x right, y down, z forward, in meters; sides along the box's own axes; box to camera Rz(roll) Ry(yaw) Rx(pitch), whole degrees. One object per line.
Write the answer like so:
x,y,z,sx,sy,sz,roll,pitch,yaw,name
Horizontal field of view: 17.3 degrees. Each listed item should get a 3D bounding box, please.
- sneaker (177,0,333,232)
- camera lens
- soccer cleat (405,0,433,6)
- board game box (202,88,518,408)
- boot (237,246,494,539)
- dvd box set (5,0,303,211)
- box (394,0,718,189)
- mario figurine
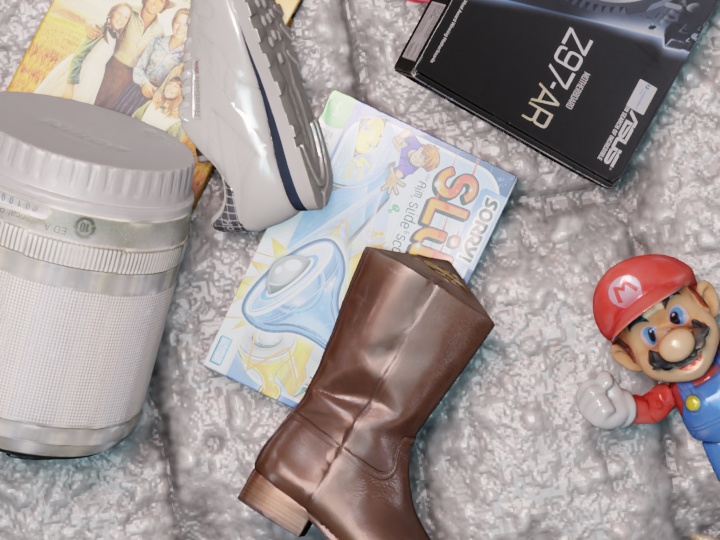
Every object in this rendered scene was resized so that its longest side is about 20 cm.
-0.083,-0.124,1.500,0.080,0.076,0.200,-16,89,19,sneaker
-0.196,0.006,1.474,0.160,0.160,0.200,17,106,1,camera lens
-0.008,-0.242,1.509,0.200,0.067,0.076,34,124,-6,soccer cleat
0.000,0.000,1.548,0.135,0.034,0.200,25,93,0,board game box
0.044,0.101,1.507,0.186,0.064,0.200,30,88,-3,boot
-0.134,-0.146,1.548,0.146,0.029,0.200,29,93,0,dvd box set
0.138,-0.175,1.513,0.160,0.044,0.200,29,92,-18,box
0.221,0.077,1.509,0.200,0.106,0.123,51,58,-8,mario figurine
